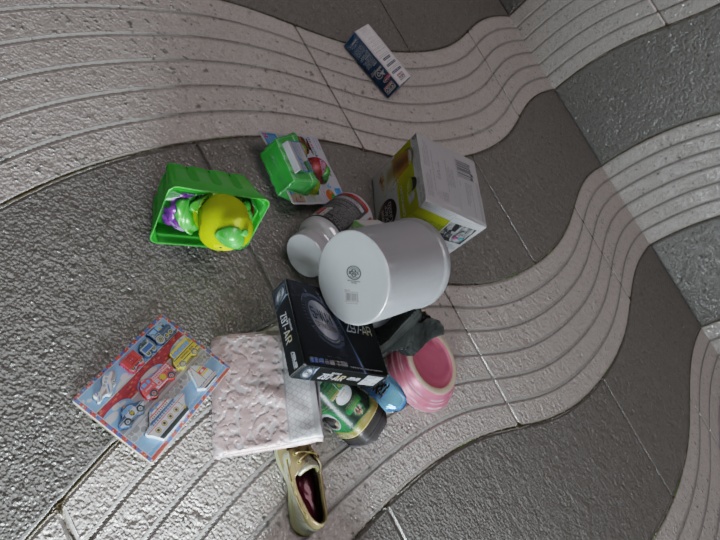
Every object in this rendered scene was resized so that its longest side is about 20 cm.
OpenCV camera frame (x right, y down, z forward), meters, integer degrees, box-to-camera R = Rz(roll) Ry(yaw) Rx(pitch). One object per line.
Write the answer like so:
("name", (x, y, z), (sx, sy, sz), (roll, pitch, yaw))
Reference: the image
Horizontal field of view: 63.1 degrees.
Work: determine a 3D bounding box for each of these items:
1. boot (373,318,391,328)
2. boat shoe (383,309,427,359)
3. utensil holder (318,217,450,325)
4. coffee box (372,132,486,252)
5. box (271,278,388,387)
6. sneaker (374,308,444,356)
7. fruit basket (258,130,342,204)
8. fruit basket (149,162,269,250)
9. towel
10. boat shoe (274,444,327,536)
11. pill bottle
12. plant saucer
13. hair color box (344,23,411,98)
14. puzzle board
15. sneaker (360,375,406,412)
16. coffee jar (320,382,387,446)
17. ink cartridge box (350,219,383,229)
("boot", (0.020, 0.091, 1.201), (0.196, 0.095, 0.075), (-24, 94, -20))
("boat shoe", (0.059, 0.134, 1.230), (0.197, 0.069, 0.075), (-25, 64, -29))
("utensil holder", (0.043, -0.002, 1.046), (0.198, 0.169, 0.173), (-11, 71, -53))
("coffee box", (0.163, -0.172, 1.456), (0.196, 0.197, 0.205), (16, 55, -31))
("box", (-0.051, 0.111, 1.010), (0.197, 0.043, 0.163), (18, 44, -43))
("sneaker", (0.080, 0.138, 1.152), (0.198, 0.059, 0.106), (-38, 127, -23))
("fruit basket", (-0.121, -0.234, 1.318), (0.197, 0.093, 0.189), (-12, 73, -49))
("fruit basket", (-0.260, -0.088, 1.050), (0.211, 0.156, 0.219), (24, 36, -19))
("towel", (-0.159, 0.198, 0.983), (0.185, 0.032, 0.205), (-8, 62, -2))
("boat shoe", (-0.095, 0.338, 0.998), (0.073, 0.066, 0.205), (0, 65, -42))
("pill bottle", (-0.064, -0.077, 1.252), (0.117, 0.115, 0.200), (50, 43, -3))
("plant saucer", (0.146, 0.209, 1.310), (0.197, 0.051, 0.205), (22, 52, -30))
("hair color box", (0.052, -0.621, 1.740), (0.201, 0.060, 0.100), (48, 43, -7))
("puzzle board", (-0.315, 0.174, 0.910), (0.149, 0.018, 0.201), (35, 45, 2))
("sneaker", (0.010, 0.217, 1.138), (0.198, 0.090, 0.080), (35, 81, -13))
("coffee jar", (-0.044, 0.235, 1.080), (0.200, 0.104, 0.086), (46, 59, -10))
("ink cartridge box", (0.000, 0.000, 1.232), (0.066, 0.204, 0.116), (30, 17, 25))
